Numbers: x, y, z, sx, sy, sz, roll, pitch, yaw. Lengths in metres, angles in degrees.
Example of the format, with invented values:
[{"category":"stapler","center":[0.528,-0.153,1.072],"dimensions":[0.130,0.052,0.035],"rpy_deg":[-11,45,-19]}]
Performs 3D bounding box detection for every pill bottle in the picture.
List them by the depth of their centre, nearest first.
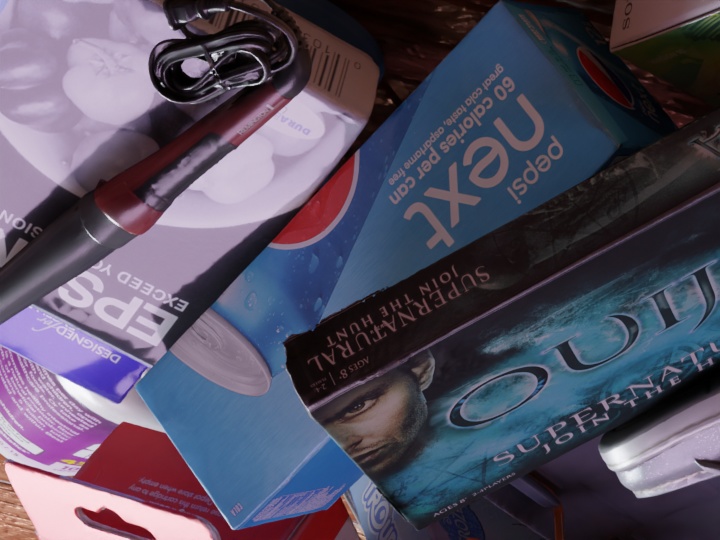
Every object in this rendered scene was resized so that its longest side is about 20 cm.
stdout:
[{"category":"pill bottle","center":[-0.104,0.024,1.077],"dimensions":[0.112,0.112,0.200],"rpy_deg":[20,159,-19]}]

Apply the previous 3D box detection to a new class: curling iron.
[{"category":"curling iron","center":[-0.085,-0.030,0.808],"dimensions":[0.050,0.026,0.200],"rpy_deg":[47,127,-1]}]

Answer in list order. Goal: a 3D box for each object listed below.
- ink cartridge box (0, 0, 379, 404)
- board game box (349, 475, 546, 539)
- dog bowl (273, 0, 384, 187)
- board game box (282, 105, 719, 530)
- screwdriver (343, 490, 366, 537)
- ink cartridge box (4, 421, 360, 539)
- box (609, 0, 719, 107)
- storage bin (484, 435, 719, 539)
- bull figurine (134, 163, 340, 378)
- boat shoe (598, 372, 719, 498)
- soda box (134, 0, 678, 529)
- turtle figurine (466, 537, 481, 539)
[{"category":"ink cartridge box","center":[-0.127,-0.044,0.844],"dimensions":[0.198,0.043,0.200],"rpy_deg":[28,128,-13]},{"category":"board game box","center":[0.085,0.116,1.123],"dimensions":[0.199,0.200,0.043],"rpy_deg":[24,113,-24]},{"category":"dog bowl","center":[-0.089,-0.067,0.916],"dimensions":[0.200,0.050,0.111],"rpy_deg":[1,156,28]},{"category":"board game box","center":[0.084,0.011,0.787],"dimensions":[0.200,0.028,0.135],"rpy_deg":[-29,152,5]},{"category":"screwdriver","center":[0.000,0.116,1.189],"dimensions":[0.029,0.200,0.028],"rpy_deg":[-5,146,-49]},{"category":"ink cartridge box","center":[-0.053,0.135,0.984],"dimensions":[0.116,0.067,0.200],"rpy_deg":[12,140,35]},{"category":"box","center":[0.200,-0.062,0.772],"dimensions":[0.200,0.036,0.144],"rpy_deg":[25,157,-27]},{"category":"storage bin","center":[0.138,0.053,0.990],"dimensions":[0.134,0.146,0.200],"rpy_deg":[-13,149,32]},{"category":"bull figurine","center":[0.000,0.000,0.935],"dimensions":[0.200,0.122,0.065],"rpy_deg":[5,158,22]},{"category":"boat shoe","center":[0.186,0.049,0.853],"dimensions":[0.202,0.065,0.074],"rpy_deg":[-17,-179,0]},{"category":"soda box","center":[0.016,0.001,0.831],"dimensions":[0.200,0.068,0.064],"rpy_deg":[-46,160,23]},{"category":"turtle figurine","center":[0.108,0.171,0.987],"dimensions":[0.161,0.064,0.200],"rpy_deg":[-5,138,4]}]
